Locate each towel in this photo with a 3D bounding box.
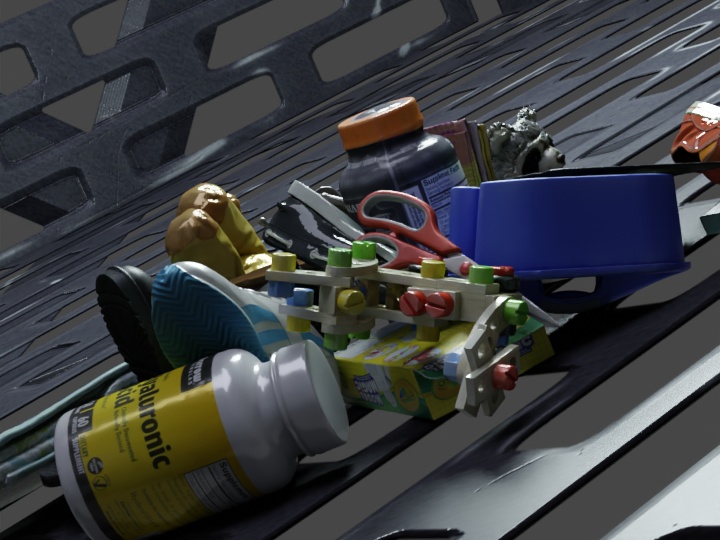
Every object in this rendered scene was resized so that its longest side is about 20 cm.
[{"bbox_3d":[-0.270,0.149,1.751,0.200,0.048,0.171,-27,-6,-37],"label":"towel"},{"bbox_3d":[0.063,-0.061,1.907,0.023,0.144,0.200,-15,5,-35],"label":"towel"}]

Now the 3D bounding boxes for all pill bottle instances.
[{"bbox_3d":[-0.114,0.123,1.497,0.200,0.111,0.111,-21,10,10],"label":"pill bottle"},{"bbox_3d":[0.047,-0.044,1.730,0.106,0.200,0.106,-20,9,3],"label":"pill bottle"}]

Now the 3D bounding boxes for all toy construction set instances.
[{"bbox_3d":[0.041,0.030,1.452,0.200,0.092,0.131,25,16,31],"label":"toy construction set"}]

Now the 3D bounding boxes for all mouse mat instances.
[{"bbox_3d":[0.204,-0.078,1.657,0.161,0.008,0.200,-3,1,-11],"label":"mouse mat"}]

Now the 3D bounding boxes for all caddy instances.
[{"bbox_3d":[0.160,-0.019,1.589,0.200,0.105,0.141,-3,1,-17],"label":"caddy"}]

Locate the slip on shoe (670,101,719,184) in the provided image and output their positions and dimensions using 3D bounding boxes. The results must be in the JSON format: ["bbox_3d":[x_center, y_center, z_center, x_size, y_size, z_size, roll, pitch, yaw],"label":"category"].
[{"bbox_3d":[0.319,-0.097,1.713,0.061,0.074,0.200,-59,19,1],"label":"slip on shoe"}]

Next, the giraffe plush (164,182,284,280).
[{"bbox_3d":[-0.076,0.017,1.860,0.162,0.200,0.173,-4,25,10],"label":"giraffe plush"}]

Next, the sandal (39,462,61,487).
[{"bbox_3d":[-0.214,0.170,1.701,0.075,0.045,0.200,-17,-4,3],"label":"sandal"}]

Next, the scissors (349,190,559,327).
[{"bbox_3d":[0.074,-0.012,1.527,0.200,0.014,0.073,15,73,33],"label":"scissors"}]

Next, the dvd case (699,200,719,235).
[{"bbox_3d":[0.394,-0.088,1.705,0.146,0.022,0.200,-13,14,46],"label":"dvd case"}]

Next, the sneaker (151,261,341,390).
[{"bbox_3d":[-0.091,0.050,1.562,0.076,0.200,0.081,-29,42,21],"label":"sneaker"}]

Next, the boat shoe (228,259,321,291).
[{"bbox_3d":[-0.086,0.032,1.752,0.200,0.070,0.070,-19,6,13],"label":"boat shoe"}]

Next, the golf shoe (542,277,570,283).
[{"bbox_3d":[0.154,-0.025,1.756,0.200,0.073,0.092,-17,9,35],"label":"golf shoe"}]

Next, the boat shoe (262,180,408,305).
[{"bbox_3d":[0.000,0.000,1.620,0.200,0.076,0.060,36,91,42],"label":"boat shoe"}]

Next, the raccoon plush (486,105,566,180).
[{"bbox_3d":[0.110,-0.066,1.899,0.200,0.134,0.097,-19,12,24],"label":"raccoon plush"}]

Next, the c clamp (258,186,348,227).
[{"bbox_3d":[-0.015,-0.028,1.908,0.027,0.171,0.200,-59,-1,-19],"label":"c clamp"}]

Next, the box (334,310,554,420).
[{"bbox_3d":[0.065,0.066,1.575,0.117,0.048,0.200,-26,9,-20],"label":"box"}]

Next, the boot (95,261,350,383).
[{"bbox_3d":[-0.105,0.048,1.648,0.162,0.198,0.073,-35,17,-24],"label":"boot"}]
